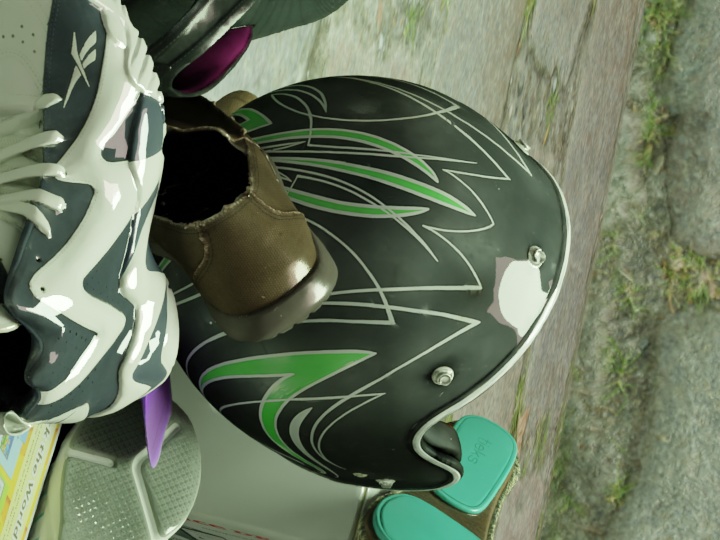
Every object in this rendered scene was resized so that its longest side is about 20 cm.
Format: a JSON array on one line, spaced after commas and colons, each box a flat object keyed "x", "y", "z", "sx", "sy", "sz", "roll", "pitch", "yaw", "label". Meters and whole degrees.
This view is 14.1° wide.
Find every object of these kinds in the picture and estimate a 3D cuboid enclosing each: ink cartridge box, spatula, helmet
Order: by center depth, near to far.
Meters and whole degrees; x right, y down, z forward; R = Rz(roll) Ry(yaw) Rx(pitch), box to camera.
[{"x": -0.114, "y": 0.006, "z": 1.313, "sx": 0.057, "sy": 0.021, "sz": 0.200, "roll": -80, "pitch": 155, "yaw": -49, "label": "spatula"}, {"x": 0.000, "y": 0.000, "z": 1.384, "sx": 0.191, "sy": 0.200, "sz": 0.200, "roll": 83, "pitch": 22, "yaw": -62, "label": "helmet"}, {"x": -0.047, "y": 0.112, "z": 1.574, "sx": 0.200, "sy": 0.146, "sz": 0.084, "roll": 55, "pitch": 48, "yaw": -73, "label": "ink cartridge box"}]

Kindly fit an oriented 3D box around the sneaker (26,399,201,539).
[{"x": -0.137, "y": 0.141, "z": 1.365, "sx": 0.080, "sy": 0.070, "sz": 0.200, "roll": -35, "pitch": -153, "yaw": 52, "label": "sneaker"}]

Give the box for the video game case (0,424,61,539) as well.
[{"x": -0.168, "y": 0.069, "z": 1.259, "sx": 0.182, "sy": 0.023, "sz": 0.200, "roll": 75, "pitch": 27, "yaw": -65, "label": "video game case"}]

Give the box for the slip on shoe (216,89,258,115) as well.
[{"x": -0.065, "y": -0.011, "z": 1.561, "sx": 0.200, "sy": 0.076, "sz": 0.061, "roll": 78, "pitch": 31, "yaw": -45, "label": "slip on shoe"}]

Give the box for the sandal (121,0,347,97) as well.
[{"x": -0.063, "y": -0.114, "z": 1.297, "sx": 0.200, "sy": 0.048, "sz": 0.075, "roll": -23, "pitch": 149, "yaw": -36, "label": "sandal"}]

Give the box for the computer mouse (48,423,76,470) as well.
[{"x": -0.125, "y": 0.019, "z": 1.415, "sx": 0.059, "sy": 0.034, "sz": 0.200, "roll": 38, "pitch": 70, "yaw": -78, "label": "computer mouse"}]

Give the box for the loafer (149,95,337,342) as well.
[{"x": -0.071, "y": -0.043, "z": 1.265, "sx": 0.073, "sy": 0.200, "sz": 0.071, "roll": -36, "pitch": 124, "yaw": -10, "label": "loafer"}]

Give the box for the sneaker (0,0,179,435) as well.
[{"x": -0.140, "y": -0.026, "z": 1.149, "sx": 0.130, "sy": 0.079, "sz": 0.200, "roll": -33, "pitch": 124, "yaw": -58, "label": "sneaker"}]

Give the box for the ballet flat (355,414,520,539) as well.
[{"x": 0.034, "y": 0.139, "z": 1.497, "sx": 0.075, "sy": 0.068, "sz": 0.200, "roll": -61, "pitch": 175, "yaw": 23, "label": "ballet flat"}]
